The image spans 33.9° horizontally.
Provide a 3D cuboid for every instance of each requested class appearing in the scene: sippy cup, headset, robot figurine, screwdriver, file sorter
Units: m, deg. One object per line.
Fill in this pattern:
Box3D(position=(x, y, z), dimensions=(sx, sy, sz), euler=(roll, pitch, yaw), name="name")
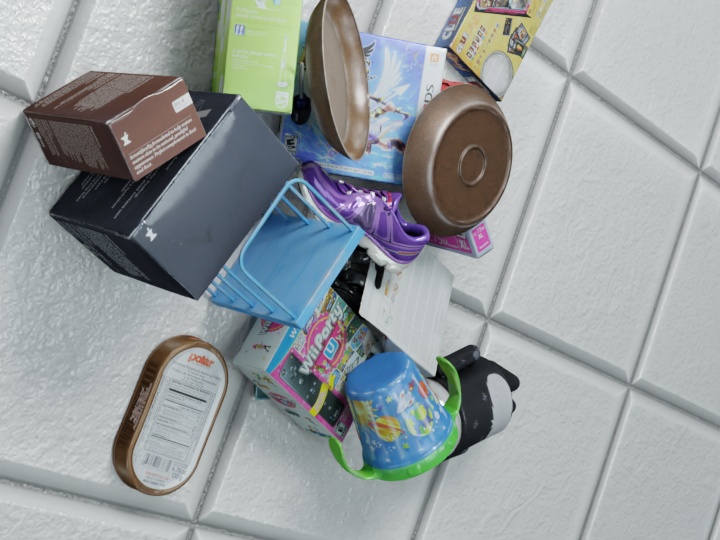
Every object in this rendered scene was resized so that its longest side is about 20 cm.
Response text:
Box3D(position=(0.045, 0.183, 1.550), dimensions=(0.131, 0.139, 0.178), euler=(64, 32, -23), name="sippy cup")
Box3D(position=(0.000, 0.000, 1.574), dimensions=(0.199, 0.093, 0.125), euler=(19, 82, -53), name="headset")
Box3D(position=(0.138, 0.195, 1.715), dimensions=(0.199, 0.124, 0.152), euler=(-18, 87, -36), name="robot figurine")
Box3D(position=(-0.067, -0.204, 1.376), dimensions=(0.028, 0.200, 0.029), euler=(-36, 89, -8), name="screwdriver")
Box3D(position=(-0.123, -0.036, 1.402), dimensions=(0.123, 0.199, 0.139), euler=(45, 71, -32), name="file sorter")

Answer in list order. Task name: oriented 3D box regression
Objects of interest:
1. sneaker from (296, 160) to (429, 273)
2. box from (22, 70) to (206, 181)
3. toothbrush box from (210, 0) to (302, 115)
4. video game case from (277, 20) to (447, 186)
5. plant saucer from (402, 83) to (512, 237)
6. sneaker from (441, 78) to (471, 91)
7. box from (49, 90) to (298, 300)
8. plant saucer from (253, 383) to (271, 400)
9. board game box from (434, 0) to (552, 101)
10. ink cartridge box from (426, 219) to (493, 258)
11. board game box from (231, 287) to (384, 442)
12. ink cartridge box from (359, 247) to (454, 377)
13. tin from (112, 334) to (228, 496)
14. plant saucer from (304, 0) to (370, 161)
Box3D(position=(0.004, -0.082, 1.482), dimensions=(0.199, 0.081, 0.083), euler=(34, 118, -25), name="sneaker")
Box3D(position=(-0.264, -0.157, 1.256), dimensions=(0.100, 0.199, 0.075), euler=(-37, 119, -28), name="box")
Box3D(position=(-0.121, -0.286, 1.375), dimensions=(0.085, 0.146, 0.202), euler=(6, 97, -14), name="toothbrush box")
Box3D(position=(-0.001, -0.210, 1.511), dimensions=(0.198, 0.045, 0.183), euler=(8, 92, -12), name="video game case")
Box3D(position=(0.135, -0.139, 1.532), dimensions=(0.199, 0.034, 0.202), euler=(-15, 112, -40), name="plant saucer")
Box3D(position=(0.079, -0.251, 1.579), dimensions=(0.199, 0.115, 0.079), euler=(8, 93, -42), name="sneaker")
Box3D(position=(-0.209, -0.091, 1.316), dimensions=(0.197, 0.199, 0.118), euler=(-55, 127, -17), name="box")
Box3D(position=(-0.105, 0.069, 1.553), dimensions=(0.069, 0.019, 0.202), euler=(1, 97, -40), name="plant saucer")
Box3D(position=(0.199, -0.367, 1.710), dimensions=(0.135, 0.034, 0.201), euler=(38, 74, -38), name="board game box")
Box3D(position=(0.106, -0.117, 1.626), dimensions=(0.042, 0.119, 0.201), euler=(-33, 119, -26), name="ink cartridge box")
Box3D(position=(-0.061, 0.113, 1.546), dimensions=(0.200, 0.064, 0.148), euler=(48, 62, -43), name="board game box")
Box3D(position=(0.051, 0.035, 1.611), dimensions=(0.200, 0.050, 0.164), euler=(39, 54, -43), name="ink cartridge box")
Box3D(position=(-0.231, 0.180, 1.458), dimensions=(0.112, 0.042, 0.202), euler=(27, 81, -44), name="tin")
Box3D(position=(-0.028, -0.228, 1.394), dimensions=(0.200, 0.032, 0.202), euler=(-6, 90, -74), name="plant saucer")
